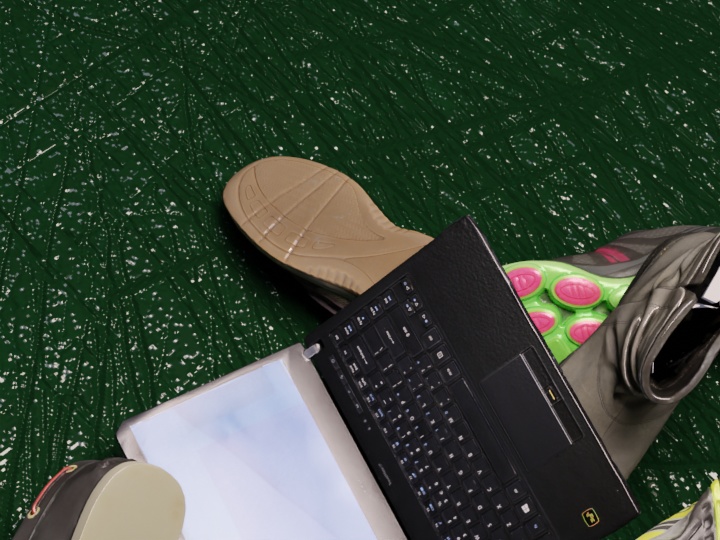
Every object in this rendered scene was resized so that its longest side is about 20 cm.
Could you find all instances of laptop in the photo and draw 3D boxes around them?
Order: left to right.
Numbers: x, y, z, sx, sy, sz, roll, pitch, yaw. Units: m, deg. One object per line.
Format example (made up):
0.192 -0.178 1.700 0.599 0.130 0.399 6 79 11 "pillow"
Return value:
0.005 0.100 0.875 0.103 0.200 0.178 -7 64 -58 "laptop"

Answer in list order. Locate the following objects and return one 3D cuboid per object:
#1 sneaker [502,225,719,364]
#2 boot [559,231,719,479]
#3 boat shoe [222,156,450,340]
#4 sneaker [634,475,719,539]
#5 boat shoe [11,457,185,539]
0.149 0.018 1.002 0.198 0.084 0.077 -8 97 0 "sneaker"
0.141 0.057 0.891 0.067 0.131 0.201 32 89 2 "boot"
0.000 0.000 0.984 0.199 0.065 0.072 28 60 32 "boat shoe"
0.163 0.171 0.900 0.199 0.077 0.076 -30 68 -6 "sneaker"
-0.156 0.183 0.840 0.074 0.063 0.202 41 64 -32 "boat shoe"
